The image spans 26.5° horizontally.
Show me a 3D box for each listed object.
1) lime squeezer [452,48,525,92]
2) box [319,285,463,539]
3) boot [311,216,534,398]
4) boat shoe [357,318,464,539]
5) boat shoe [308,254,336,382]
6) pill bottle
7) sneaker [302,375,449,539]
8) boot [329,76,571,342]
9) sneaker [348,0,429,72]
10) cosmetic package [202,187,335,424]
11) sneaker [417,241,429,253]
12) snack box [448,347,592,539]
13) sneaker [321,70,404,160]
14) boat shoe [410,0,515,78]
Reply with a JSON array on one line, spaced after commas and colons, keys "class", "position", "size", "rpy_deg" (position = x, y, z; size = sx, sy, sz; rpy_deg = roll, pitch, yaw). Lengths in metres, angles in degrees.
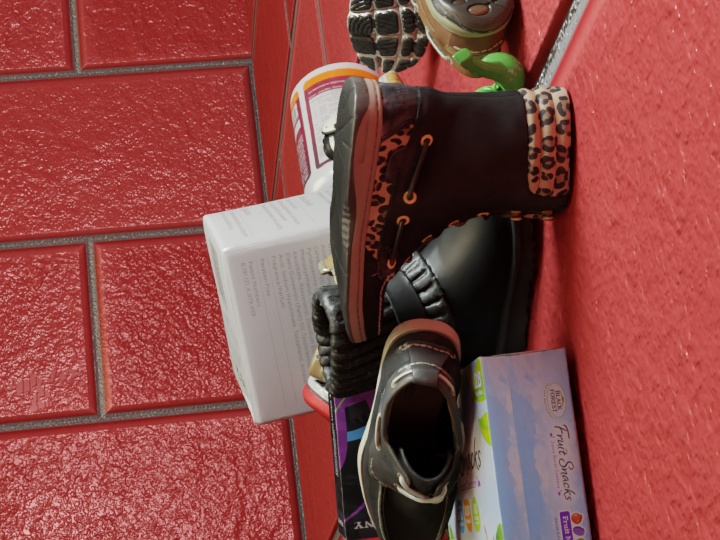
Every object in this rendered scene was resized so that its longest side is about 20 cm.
[{"class": "lime squeezer", "position": [0.085, -0.112, 1.087], "size": [0.071, 0.038, 0.200], "rpy_deg": [-53, -11, -22]}, {"class": "box", "position": [0.047, 0.107, 1.212], "size": [0.036, 0.142, 0.202], "rpy_deg": [-151, 56, -79]}, {"class": "boot", "position": [0.042, 0.001, 1.115], "size": [0.080, 0.157, 0.212], "rpy_deg": [-107, 15, -57]}, {"class": "boat shoe", "position": [0.036, 0.133, 1.067], "size": [0.068, 0.071, 0.201], "rpy_deg": [-97, 9, -55]}, {"class": "boat shoe", "position": [0.000, 0.000, 1.280], "size": [0.072, 0.076, 0.201], "rpy_deg": [30, -106, -71]}, {"class": "pill bottle", "position": [-0.009, -0.111, 1.601], "size": [0.110, 0.109, 0.201], "rpy_deg": [96, 167, -54]}, {"class": "sneaker", "position": [0.017, 0.172, 1.312], "size": [0.200, 0.085, 0.077], "rpy_deg": [44, -169, -7]}, {"class": "boot", "position": [0.057, -0.040, 1.015], "size": [0.073, 0.149, 0.201], "rpy_deg": [-108, 16, -54]}, {"class": "sneaker", "position": [0.032, -0.272, 1.358], "size": [0.085, 0.076, 0.201], "rpy_deg": [-72, -15, -51]}, {"class": "cosmetic package", "position": [-0.026, 0.021, 1.399], "size": [0.167, 0.199, 0.168], "rpy_deg": [-132, 30, -74]}, {"class": "sneaker", "position": [0.069, 0.073, 1.293], "size": [0.092, 0.075, 0.202], "rpy_deg": [122, 145, -86]}, {"class": "snack box", "position": [0.105, 0.152, 1.087], "size": [0.200, 0.067, 0.170], "rpy_deg": [128, 136, -77]}, {"class": "sneaker", "position": [0.010, -0.123, 1.385], "size": [0.076, 0.087, 0.200], "rpy_deg": [60, 175, 0]}, {"class": "boat shoe", "position": [0.063, -0.219, 1.149], "size": [0.201, 0.075, 0.074], "rpy_deg": [-102, 7, -45]}]
